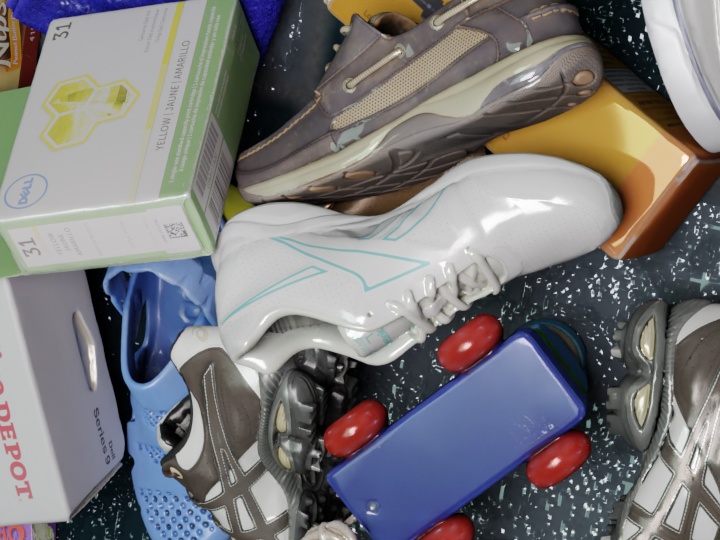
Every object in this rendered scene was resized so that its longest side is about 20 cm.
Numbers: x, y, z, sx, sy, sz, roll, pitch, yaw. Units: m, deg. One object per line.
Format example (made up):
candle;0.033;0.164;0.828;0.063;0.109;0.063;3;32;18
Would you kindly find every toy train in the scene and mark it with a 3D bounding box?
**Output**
toy train;0.026;0.096;1.211;0.200;0.116;0.085;-38;89;17

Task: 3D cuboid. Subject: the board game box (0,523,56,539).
board game box;-0.264;0.096;1.411;0.200;0.032;0.120;1;92;26

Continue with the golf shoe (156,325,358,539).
golf shoe;-0.055;0.100;1.254;0.094;0.078;0.200;15;130;13

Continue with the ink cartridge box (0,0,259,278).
ink cartridge box;-0.157;-0.060;1.226;0.200;0.146;0.048;-6;136;17

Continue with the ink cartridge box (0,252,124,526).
ink cartridge box;-0.239;0.057;1.300;0.200;0.088;0.145;-6;108;18

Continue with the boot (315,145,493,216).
boot;0.000;0.000;1.255;0.075;0.074;0.200;31;105;11

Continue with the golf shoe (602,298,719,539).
golf shoe;0.167;0.115;1.171;0.094;0.078;0.200;3;97;25

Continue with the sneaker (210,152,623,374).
sneaker;0.026;0.004;1.151;0.200;0.070;0.080;-14;48;16

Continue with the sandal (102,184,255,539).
sandal;-0.098;0.055;1.296;0.079;0.087;0.200;0;97;24

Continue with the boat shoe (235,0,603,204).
boat shoe;0.023;-0.086;1.168;0.200;0.074;0.073;-22;76;31

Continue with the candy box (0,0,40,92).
candy box;-0.269;-0.171;1.371;0.200;0.055;0.116;14;101;24

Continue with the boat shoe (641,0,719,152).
boat shoe;0.170;-0.158;1.158;0.066;0.072;0.200;-10;82;31

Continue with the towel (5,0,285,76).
towel;-0.100;-0.181;1.246;0.148;0.050;0.200;29;130;9

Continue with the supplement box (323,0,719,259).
supplement box;0.080;-0.093;1.207;0.200;0.069;0.067;42;110;14
